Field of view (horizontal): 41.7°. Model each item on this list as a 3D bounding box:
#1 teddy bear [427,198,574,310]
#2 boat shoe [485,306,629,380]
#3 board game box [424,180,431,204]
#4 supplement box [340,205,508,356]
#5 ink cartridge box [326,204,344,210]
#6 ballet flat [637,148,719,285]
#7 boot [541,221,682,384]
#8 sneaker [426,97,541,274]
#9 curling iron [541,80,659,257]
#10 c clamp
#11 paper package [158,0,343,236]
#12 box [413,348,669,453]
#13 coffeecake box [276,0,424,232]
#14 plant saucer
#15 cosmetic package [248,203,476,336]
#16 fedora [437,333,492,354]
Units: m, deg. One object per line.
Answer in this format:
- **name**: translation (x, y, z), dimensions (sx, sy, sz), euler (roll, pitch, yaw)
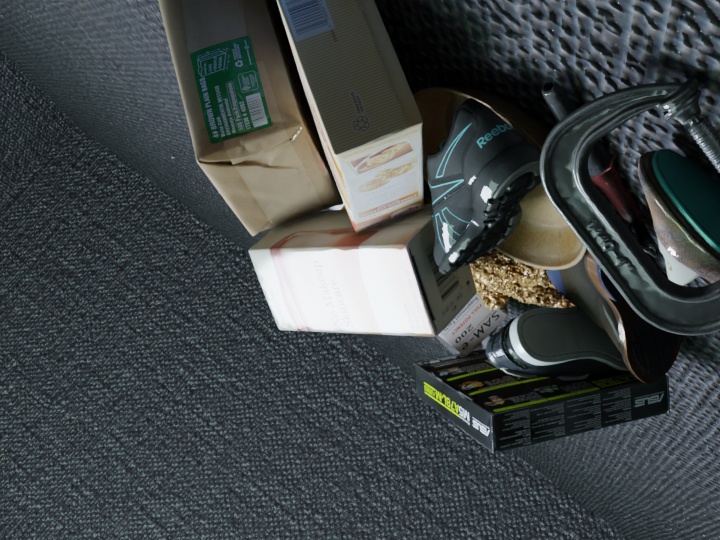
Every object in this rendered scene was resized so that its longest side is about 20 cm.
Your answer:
- **teddy bear**: translation (0.148, -0.006, 0.950), dimensions (0.200, 0.067, 0.145), euler (32, 154, -18)
- **boat shoe**: translation (0.213, 0.070, 0.935), dimensions (0.200, 0.076, 0.060), euler (8, 156, -30)
- **board game box**: translation (0.112, -0.067, 1.058), dimensions (0.200, 0.032, 0.120), euler (28, 164, 50)
- **supplement box**: translation (0.067, -0.010, 1.068), dimensions (0.200, 0.074, 0.126), euler (39, -162, -11)
- **ink cartridge box**: translation (-0.053, -0.138, 1.232), dimensions (0.200, 0.067, 0.116), euler (39, 172, -5)
- **ballet flat**: translation (0.253, 0.000, 0.646), dimensions (0.200, 0.068, 0.067), euler (40, 137, 0)
- **boot**: translation (0.235, 0.020, 0.884), dimensions (0.097, 0.075, 0.200), euler (40, 165, 51)
- **sneaker**: translation (0.093, -0.065, 0.777), dimensions (0.079, 0.075, 0.200), euler (54, 158, 16)
- **curling iron**: translation (0.186, -0.072, 0.718), dimensions (0.200, 0.026, 0.050), euler (50, -157, -38)
- **c clamp**: translation (0.216, -0.041, 0.584), dimensions (0.200, 0.027, 0.171), euler (46, 130, -4)
- **paper package**: translation (-0.106, -0.164, 0.926), dimensions (0.191, 0.103, 0.200), euler (60, -167, -67)
- **box**: translation (0.182, 0.121, 0.990), dimensions (0.193, 0.200, 0.048), euler (-151, 54, -66)
- **coffeecake box**: translation (-0.004, -0.139, 0.804), dimensions (0.200, 0.073, 0.154), euler (73, 176, -75)
- **plant saucer**: translation (0.122, -0.086, 0.812), dimensions (0.200, 0.035, 0.200), euler (40, 162, 16)
- **cosmetic package**: translation (0.000, 0.000, 0.931), dimensions (0.200, 0.087, 0.104), euler (-2, 118, 40)
- **fedora**: translation (0.131, 0.028, 1.245), dimensions (0.200, 0.090, 0.177), euler (52, 165, -21)
